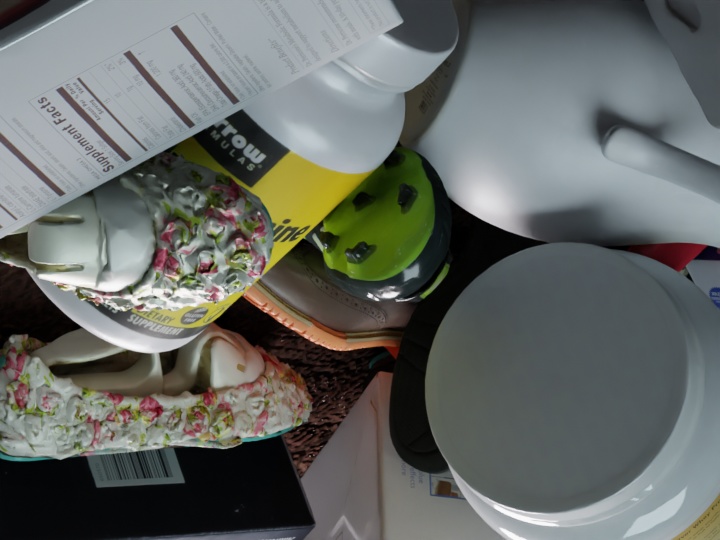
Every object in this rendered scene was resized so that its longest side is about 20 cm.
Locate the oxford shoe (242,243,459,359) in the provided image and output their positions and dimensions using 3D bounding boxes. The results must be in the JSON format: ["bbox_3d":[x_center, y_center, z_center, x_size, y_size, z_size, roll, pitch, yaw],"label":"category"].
[{"bbox_3d":[0.000,0.000,1.206,0.200,0.071,0.073,16,108,-49],"label":"oxford shoe"}]

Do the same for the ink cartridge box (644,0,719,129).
[{"bbox_3d":[0.230,-0.139,1.042,0.199,0.145,0.084,-5,144,-30],"label":"ink cartridge box"}]

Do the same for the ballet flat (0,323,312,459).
[{"bbox_3d":[-0.103,0.057,1.192,0.200,0.076,0.064,-5,120,-38],"label":"ballet flat"}]

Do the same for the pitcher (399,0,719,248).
[{"bbox_3d":[0.128,-0.059,1.049,0.199,0.172,0.122,18,98,-18],"label":"pitcher"}]

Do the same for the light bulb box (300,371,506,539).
[{"bbox_3d":[0.073,0.163,1.302,0.199,0.125,0.198,9,149,-16],"label":"light bulb box"}]

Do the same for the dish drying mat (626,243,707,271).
[{"bbox_3d":[0.192,-0.046,1.206,0.200,0.018,0.077,-41,160,-29],"label":"dish drying mat"}]

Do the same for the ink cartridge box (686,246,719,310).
[{"bbox_3d":[0.271,-0.016,1.192,0.094,0.200,0.044,-44,117,-27],"label":"ink cartridge box"}]

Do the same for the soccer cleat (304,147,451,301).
[{"bbox_3d":[0.015,-0.016,1.058,0.081,0.200,0.068,41,90,-17],"label":"soccer cleat"}]

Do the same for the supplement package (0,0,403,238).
[{"bbox_3d":[-0.105,-0.112,0.877,0.200,0.114,0.110,-28,151,6],"label":"supplement package"}]

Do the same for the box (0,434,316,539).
[{"bbox_3d":[-0.160,0.151,1.281,0.199,0.104,0.182,0,144,-35],"label":"box"}]

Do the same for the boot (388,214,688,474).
[{"bbox_3d":[0.105,0.019,1.222,0.154,0.073,0.204,17,98,-54],"label":"boot"}]

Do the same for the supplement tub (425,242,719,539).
[{"bbox_3d":[0.122,0.074,1.083,0.144,0.145,0.200,-30,154,12],"label":"supplement tub"}]

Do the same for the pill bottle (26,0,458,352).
[{"bbox_3d":[-0.054,-0.063,0.996,0.112,0.113,0.200,11,136,-46],"label":"pill bottle"}]

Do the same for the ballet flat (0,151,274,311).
[{"bbox_3d":[-0.134,-0.021,0.948,0.064,0.199,0.076,-28,126,-59],"label":"ballet flat"}]

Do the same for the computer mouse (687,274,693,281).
[{"bbox_3d":[0.196,0.014,1.370,0.140,0.046,0.200,6,140,-43],"label":"computer mouse"}]

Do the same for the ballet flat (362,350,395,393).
[{"bbox_3d":[0.063,0.104,1.399,0.068,0.069,0.200,-26,152,25],"label":"ballet flat"}]
